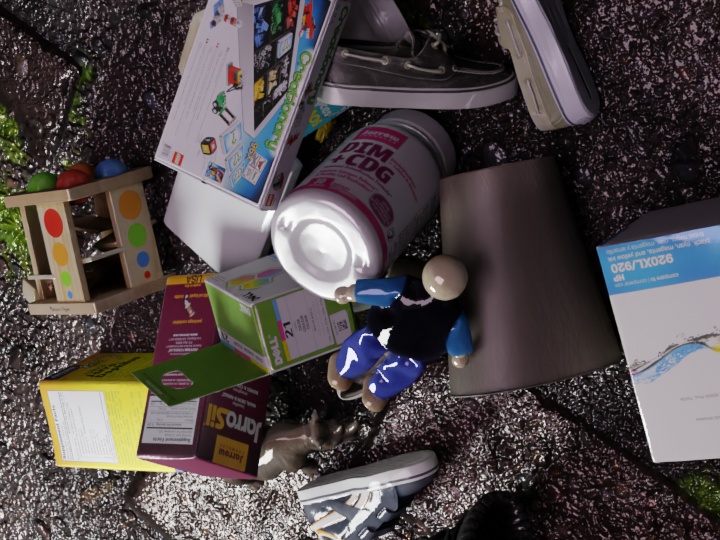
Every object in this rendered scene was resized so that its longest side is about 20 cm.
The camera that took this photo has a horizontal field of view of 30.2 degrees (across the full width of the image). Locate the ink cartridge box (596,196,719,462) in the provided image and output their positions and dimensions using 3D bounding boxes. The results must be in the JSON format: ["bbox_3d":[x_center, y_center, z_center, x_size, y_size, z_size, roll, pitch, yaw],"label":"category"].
[{"bbox_3d":[0.317,0.046,1.160,0.144,0.147,0.201,-12,98,33],"label":"ink cartridge box"}]

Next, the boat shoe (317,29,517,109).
[{"bbox_3d":[0.056,-0.187,1.232,0.071,0.199,0.064,-130,41,-60],"label":"boat shoe"}]

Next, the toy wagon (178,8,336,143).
[{"bbox_3d":[-0.103,-0.197,1.403,0.199,0.040,0.156,31,119,19],"label":"toy wagon"}]

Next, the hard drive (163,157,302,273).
[{"bbox_3d":[-0.141,-0.082,1.435,0.132,0.026,0.200,41,138,14],"label":"hard drive"}]

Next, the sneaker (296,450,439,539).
[{"bbox_3d":[0.018,0.250,1.447,0.199,0.078,0.080,-23,88,45],"label":"sneaker"}]

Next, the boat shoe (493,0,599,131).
[{"bbox_3d":[0.154,-0.221,1.221,0.062,0.072,0.201,-19,98,31],"label":"boat shoe"}]

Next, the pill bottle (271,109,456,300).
[{"bbox_3d":[0.009,-0.069,1.268,0.113,0.200,0.114,16,128,21],"label":"pill bottle"}]

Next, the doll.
[{"bbox_3d":[0.035,0.051,1.200,0.136,0.049,0.200,32,137,-7],"label":"doll"}]

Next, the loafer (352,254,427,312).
[{"bbox_3d":[0.000,0.000,1.348,0.199,0.069,0.076,2,68,52],"label":"loafer"}]

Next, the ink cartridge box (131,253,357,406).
[{"bbox_3d":[-0.122,0.053,1.307,0.148,0.199,0.076,21,127,63],"label":"ink cartridge box"}]

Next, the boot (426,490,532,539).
[{"bbox_3d":[0.106,0.338,1.337,0.158,0.079,0.212,132,147,-57],"label":"boot"}]

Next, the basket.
[{"bbox_3d":[0.148,0.002,1.253,0.136,0.179,0.201,-9,92,64],"label":"basket"}]

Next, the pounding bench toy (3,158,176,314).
[{"bbox_3d":[-0.336,-0.041,1.537,0.199,0.124,0.157,-3,103,41],"label":"pounding bench toy"}]

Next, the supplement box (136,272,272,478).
[{"bbox_3d":[-0.160,0.115,1.437,0.085,0.110,0.201,-4,70,34],"label":"supplement box"}]

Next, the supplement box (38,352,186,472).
[{"bbox_3d":[-0.262,0.164,1.568,0.199,0.109,0.110,-2,104,31],"label":"supplement box"}]

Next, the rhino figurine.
[{"bbox_3d":[-0.079,0.196,1.473,0.199,0.087,0.060,-23,61,33],"label":"rhino figurine"}]

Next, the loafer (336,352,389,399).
[{"bbox_3d":[0.042,0.066,1.371,0.070,0.070,0.200,35,125,-9],"label":"loafer"}]

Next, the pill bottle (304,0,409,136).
[{"bbox_3d":[-0.050,-0.199,1.293,0.199,0.111,0.111,-33,86,1],"label":"pill bottle"}]

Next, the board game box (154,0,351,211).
[{"bbox_3d":[-0.100,-0.170,1.206,0.126,0.035,0.201,26,102,22],"label":"board game box"}]
